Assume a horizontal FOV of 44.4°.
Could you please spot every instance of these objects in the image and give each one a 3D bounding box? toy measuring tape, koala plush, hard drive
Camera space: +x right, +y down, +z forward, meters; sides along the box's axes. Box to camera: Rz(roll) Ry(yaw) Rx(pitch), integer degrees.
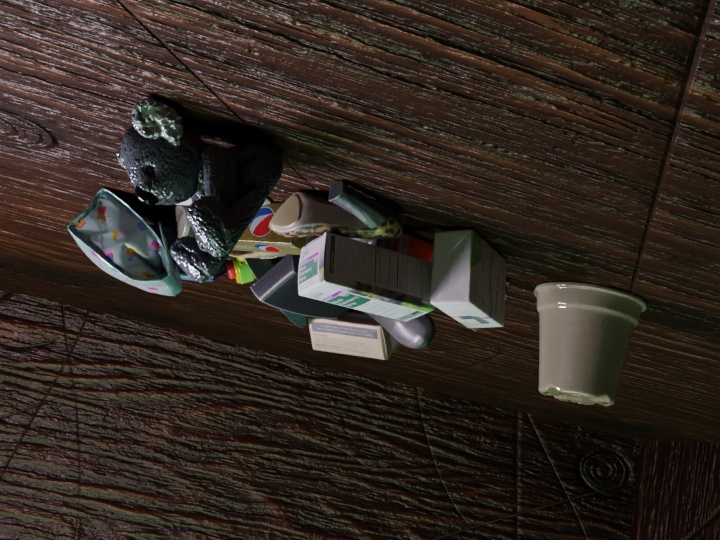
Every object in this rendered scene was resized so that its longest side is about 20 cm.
[{"bbox_3d":[-0.237,0.000,1.773,0.073,0.074,0.200,13,164,-6],"label":"toy measuring tape"},{"bbox_3d":[-0.220,-0.123,1.127,0.199,0.185,0.177,35,154,-6],"label":"koala plush"},{"bbox_3d":[-0.078,0.031,1.543,0.199,0.043,0.135,15,139,-42],"label":"hard drive"}]

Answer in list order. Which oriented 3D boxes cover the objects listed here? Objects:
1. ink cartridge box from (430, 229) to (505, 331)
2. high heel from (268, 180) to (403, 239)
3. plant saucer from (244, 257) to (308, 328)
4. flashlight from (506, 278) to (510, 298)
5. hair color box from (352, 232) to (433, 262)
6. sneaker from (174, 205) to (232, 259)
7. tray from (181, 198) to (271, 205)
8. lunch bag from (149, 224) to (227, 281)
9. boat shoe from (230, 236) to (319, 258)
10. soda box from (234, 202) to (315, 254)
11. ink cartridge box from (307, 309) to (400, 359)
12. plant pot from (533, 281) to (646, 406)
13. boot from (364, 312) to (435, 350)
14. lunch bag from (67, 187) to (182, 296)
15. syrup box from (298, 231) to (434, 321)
[{"bbox_3d":[0.181,0.021,1.396,0.067,0.119,0.200,-4,162,27],"label":"ink cartridge box"},{"bbox_3d":[-0.038,-0.065,1.320,0.142,0.072,0.199,28,151,-34],"label":"high heel"},{"bbox_3d":[-0.151,0.018,1.662,0.201,0.036,0.200,52,-175,-7],"label":"plant saucer"},{"bbox_3d":[0.165,0.036,1.594,0.198,0.069,0.068,11,166,7],"label":"flashlight"},{"bbox_3d":[0.072,-0.016,1.463,0.199,0.065,0.110,19,167,-34],"label":"hair color box"},{"bbox_3d":[-0.276,-0.069,1.574,0.105,0.076,0.200,-4,164,-14],"label":"sneaker"},{"bbox_3d":[-0.250,-0.122,1.388,0.198,0.022,0.107,5,167,26],"label":"tray"},{"bbox_3d":[-0.344,-0.027,1.769,0.149,0.095,0.200,9,177,1],"label":"lunch bag"},{"bbox_3d":[-0.159,-0.051,1.510,0.198,0.073,0.065,-3,161,34],"label":"boat shoe"},{"bbox_3d":[-0.170,-0.070,1.435,0.198,0.069,0.064,4,166,31],"label":"soda box"},{"bbox_3d":[0.019,0.087,1.700,0.163,0.076,0.200,3,-156,29],"label":"ink cartridge box"},{"bbox_3d":[0.392,0.136,1.557,0.198,0.186,0.201,11,167,3],"label":"plant pot"},{"bbox_3d":[0.020,0.059,1.429,0.131,0.070,0.199,18,-168,-48],"label":"boot"},{"bbox_3d":[-0.405,-0.035,1.583,0.199,0.122,0.170,36,167,2],"label":"lunch bag"},{"bbox_3d":[0.011,0.012,1.322,0.198,0.082,0.079,14,156,-30],"label":"syrup box"}]
